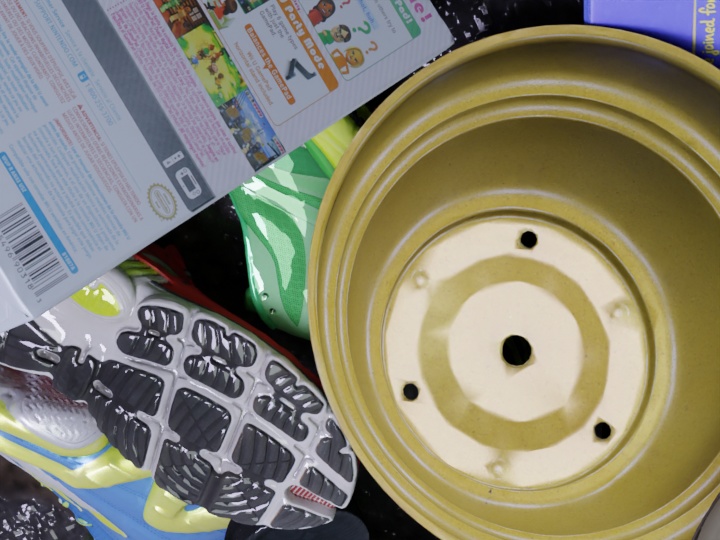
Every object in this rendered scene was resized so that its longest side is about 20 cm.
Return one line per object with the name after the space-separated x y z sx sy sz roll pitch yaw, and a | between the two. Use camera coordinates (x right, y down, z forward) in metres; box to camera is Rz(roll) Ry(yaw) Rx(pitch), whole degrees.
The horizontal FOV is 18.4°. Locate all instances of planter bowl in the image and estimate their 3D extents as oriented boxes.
0.062 0.020 0.748 0.199 0.083 0.202 3 100 18 | planter bowl

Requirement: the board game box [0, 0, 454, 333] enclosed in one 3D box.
-0.084 -0.089 0.738 0.064 0.200 0.148 -21 101 56 | board game box

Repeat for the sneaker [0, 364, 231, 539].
-0.105 0.089 0.921 0.199 0.076 0.106 16 119 -3 | sneaker

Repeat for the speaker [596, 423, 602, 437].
0.168 0.125 0.908 0.081 0.081 0.200 -34 109 22 | speaker

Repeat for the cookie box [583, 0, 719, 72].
0.180 -0.064 0.807 0.198 0.075 0.172 1 118 6 | cookie box

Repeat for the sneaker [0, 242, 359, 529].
-0.077 0.021 0.869 0.199 0.085 0.077 35 116 5 | sneaker

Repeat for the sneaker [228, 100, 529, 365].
0.000 0.000 0.867 0.083 0.074 0.200 -33 101 19 | sneaker

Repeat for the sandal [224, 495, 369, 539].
-0.028 0.167 0.936 0.075 0.048 0.201 -13 140 -10 | sandal

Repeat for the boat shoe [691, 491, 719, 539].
0.163 0.048 0.694 0.075 0.074 0.201 20 82 -22 | boat shoe

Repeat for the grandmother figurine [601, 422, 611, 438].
0.138 0.060 0.804 0.200 0.061 0.122 -34 84 23 | grandmother figurine
